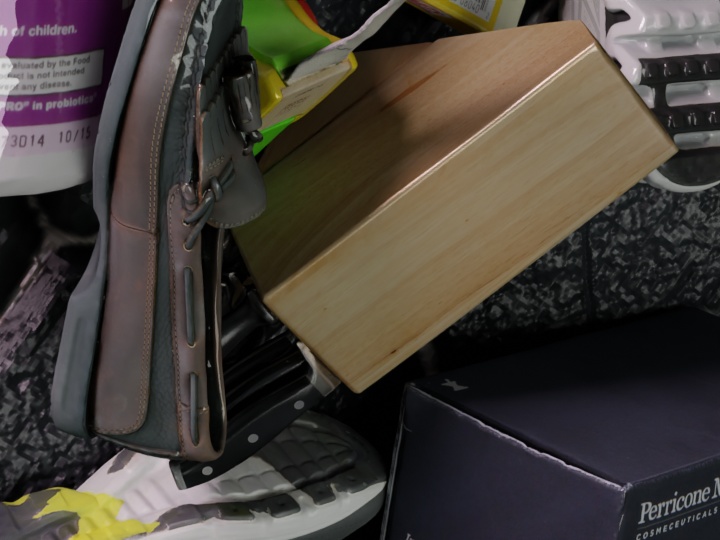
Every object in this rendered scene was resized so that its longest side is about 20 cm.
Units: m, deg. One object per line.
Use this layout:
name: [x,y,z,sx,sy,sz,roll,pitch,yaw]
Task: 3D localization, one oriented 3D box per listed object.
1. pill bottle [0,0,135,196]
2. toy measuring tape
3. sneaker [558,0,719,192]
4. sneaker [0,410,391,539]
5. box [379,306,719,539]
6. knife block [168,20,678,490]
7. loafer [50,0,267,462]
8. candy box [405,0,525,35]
pill bottle: [-0.126,-0.134,0.764,0.112,0.112,0.200,-5,114,-28]
toy measuring tape: [-0.034,-0.091,0.811,0.074,0.200,0.074,10,67,-24]
sneaker: [0.111,-0.131,0.927,0.075,0.081,0.200,1,91,-25]
sneaker: [-0.082,0.117,0.934,0.200,0.074,0.085,-17,132,-18]
box: [0.111,0.138,0.980,0.200,0.124,0.197,-12,116,-45]
knife block: [0.000,0.000,0.861,0.064,0.200,0.176,46,56,-36]
loafer: [-0.056,-0.021,0.785,0.063,0.072,0.200,21,124,8]
candy box: [0.013,-0.156,0.834,0.200,0.026,0.102,20,86,-55]
